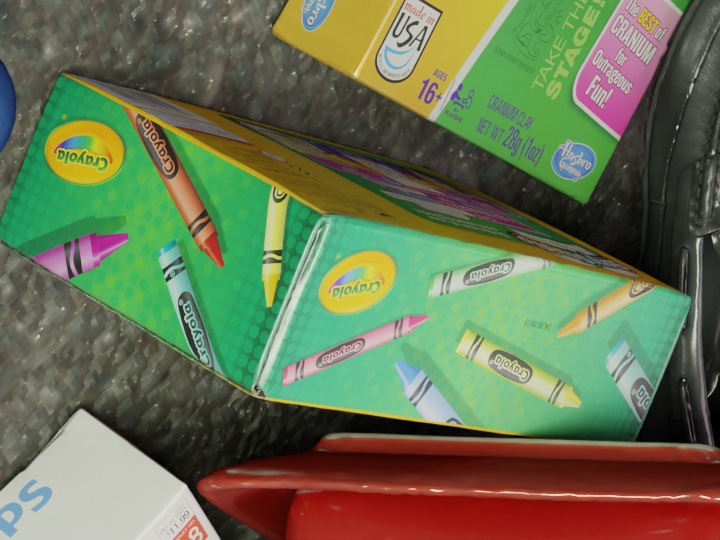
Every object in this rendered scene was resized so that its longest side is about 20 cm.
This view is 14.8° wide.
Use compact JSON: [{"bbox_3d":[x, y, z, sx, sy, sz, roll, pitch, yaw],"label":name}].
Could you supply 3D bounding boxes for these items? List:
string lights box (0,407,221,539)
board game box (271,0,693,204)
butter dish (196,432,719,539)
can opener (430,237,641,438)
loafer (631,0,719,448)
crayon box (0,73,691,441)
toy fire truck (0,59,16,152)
[{"bbox_3d":[-0.076,0.149,0.933,0.103,0.059,0.200,-45,140,-16],"label":"string lights box"},{"bbox_3d":[0.071,-0.137,0.926,0.153,0.040,0.201,23,96,-53],"label":"board game box"},{"bbox_3d":[0.055,0.137,0.903,0.200,0.198,0.149,55,37,-74],"label":"butter dish"},{"bbox_3d":[0.103,0.007,1.056,0.199,0.067,0.054,-26,121,-19],"label":"can opener"},{"bbox_3d":[0.134,-0.017,0.978,0.068,0.070,0.202,4,103,-45],"label":"loafer"},{"bbox_3d":[0.000,0.000,0.870,0.200,0.119,0.059,12,103,-51],"label":"crayon box"},{"bbox_3d":[-0.142,-0.092,0.606,0.112,0.168,0.201,-30,134,-32],"label":"toy fire truck"}]
